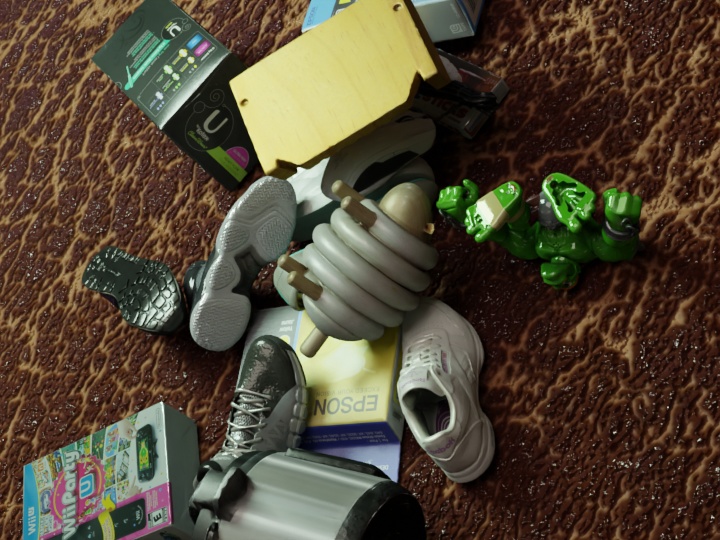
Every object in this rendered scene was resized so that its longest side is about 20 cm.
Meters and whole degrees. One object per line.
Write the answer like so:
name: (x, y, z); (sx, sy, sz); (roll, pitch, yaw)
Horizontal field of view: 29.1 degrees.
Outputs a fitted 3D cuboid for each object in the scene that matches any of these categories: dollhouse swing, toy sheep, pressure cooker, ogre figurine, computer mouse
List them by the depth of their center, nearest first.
pressure cooker: (-0.061, 0.253, 1.250); (0.200, 0.179, 0.176); (10, 101, 29)
ogre figurine: (0.185, -0.043, 1.306); (0.200, 0.120, 0.098); (-18, 59, 28)
toy sheep: (0.000, 0.000, 1.350); (0.200, 0.138, 0.138); (-52, 47, 12)
computer mouse: (0.039, -0.143, 1.444); (0.200, 0.044, 0.110); (-37, 41, -13)
dollhouse swing: (-0.001, -0.174, 1.453); (0.200, 0.176, 0.182); (-30, 59, 12)

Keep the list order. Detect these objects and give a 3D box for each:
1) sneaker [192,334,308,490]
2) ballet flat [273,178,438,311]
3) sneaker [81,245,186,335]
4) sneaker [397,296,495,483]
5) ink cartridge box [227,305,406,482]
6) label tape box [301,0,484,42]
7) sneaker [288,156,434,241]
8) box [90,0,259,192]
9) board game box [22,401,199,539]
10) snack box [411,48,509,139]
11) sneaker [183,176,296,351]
sneaker: (-0.111, 0.164, 1.352); (0.075, 0.115, 0.200); (2, 91, 31)
ballet flat: (0.005, -0.021, 1.443); (0.200, 0.067, 0.064); (-31, 53, -1)
sneaker: (-0.234, 0.034, 1.573); (0.076, 0.088, 0.200); (-51, 37, -7)
sneaker: (0.074, 0.098, 1.315); (0.075, 0.100, 0.200); (-29, 49, 19)
ink cartridge box: (-0.043, 0.126, 1.419); (0.197, 0.047, 0.200); (-9, 57, 30)
label tape box: (0.046, -0.322, 1.587); (0.200, 0.066, 0.143); (-7, 50, 31)
sneaker: (-0.012, -0.115, 1.519); (0.200, 0.074, 0.116); (-17, 58, 28)
box: (-0.199, -0.217, 1.660); (0.124, 0.149, 0.200); (-48, 48, 1)
board game box: (-0.268, 0.250, 1.492); (0.200, 0.064, 0.148); (-26, 51, 22)
snack box: (0.074, -0.212, 1.547); (0.200, 0.024, 0.072); (33, 84, 43)
sneaker: (-0.140, -0.015, 1.517); (0.200, 0.075, 0.114); (-66, 21, -1)
